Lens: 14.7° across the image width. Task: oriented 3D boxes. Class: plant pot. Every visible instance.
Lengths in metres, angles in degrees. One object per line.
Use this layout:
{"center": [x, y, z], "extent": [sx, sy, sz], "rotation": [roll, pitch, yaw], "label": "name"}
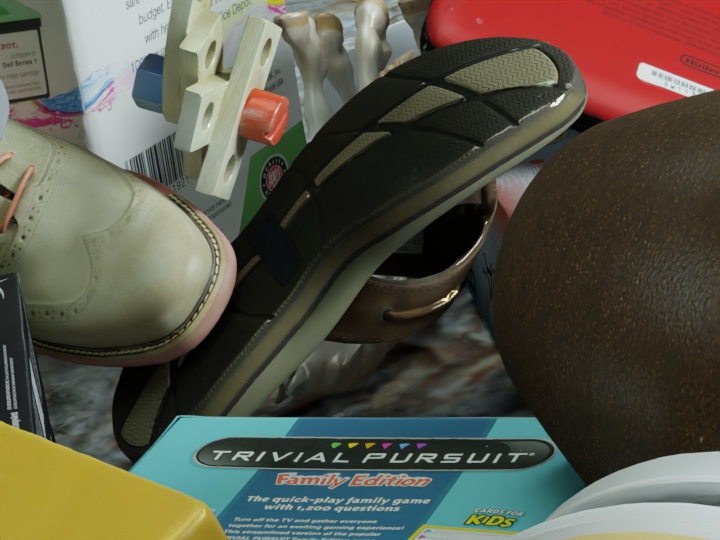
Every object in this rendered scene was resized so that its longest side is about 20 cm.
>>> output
{"center": [0.128, 0.022, 0.711], "extent": [0.187, 0.187, 0.200], "rotation": [-21, 24, -29], "label": "plant pot"}

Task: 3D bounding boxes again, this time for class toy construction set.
{"center": [-0.110, -0.106, 0.935], "extent": [0.200, 0.131, 0.092], "rotation": [21, -17, -1], "label": "toy construction set"}

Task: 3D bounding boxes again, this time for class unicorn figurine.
{"center": [0.001, -0.029, 1.024], "extent": [0.074, 0.138, 0.200], "rotation": [-8, 4, 34], "label": "unicorn figurine"}

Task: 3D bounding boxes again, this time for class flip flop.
{"center": [0.000, 0.000, 0.931], "extent": [0.200, 0.058, 0.081], "rotation": [-46, 29, 9], "label": "flip flop"}

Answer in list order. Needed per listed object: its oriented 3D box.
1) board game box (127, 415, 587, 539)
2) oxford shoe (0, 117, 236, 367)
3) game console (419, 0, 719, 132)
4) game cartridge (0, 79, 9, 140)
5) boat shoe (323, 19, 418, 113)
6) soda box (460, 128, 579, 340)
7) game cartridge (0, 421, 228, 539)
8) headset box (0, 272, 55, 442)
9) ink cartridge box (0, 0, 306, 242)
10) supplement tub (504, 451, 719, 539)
{"center": [-0.019, 0.103, 0.766], "extent": [0.151, 0.047, 0.200], "rotation": [-1, 22, 23], "label": "board game box"}
{"center": [-0.128, -0.021, 0.964], "extent": [0.200, 0.074, 0.071], "rotation": [20, 79, 38], "label": "oxford shoe"}
{"center": [0.118, -0.065, 1.042], "extent": [0.200, 0.119, 0.172], "rotation": [20, 47, -1], "label": "game console"}
{"center": [-0.182, 0.016, 0.785], "extent": [0.133, 0.042, 0.200], "rotation": [-35, 16, 29], "label": "game cartridge"}
{"center": [0.072, -0.083, 1.207], "extent": [0.200, 0.071, 0.070], "rotation": [-18, -5, -12], "label": "boat shoe"}
{"center": [0.080, 0.004, 0.951], "extent": [0.063, 0.068, 0.200], "rotation": [-8, 21, -5], "label": "soda box"}
{"center": [-0.154, 0.113, 0.705], "extent": [0.176, 0.032, 0.200], "rotation": [17, 53, 40], "label": "game cartridge"}
{"center": [-0.195, 0.076, 0.871], "extent": [0.200, 0.077, 0.149], "rotation": [-12, 21, -5], "label": "headset box"}
{"center": [-0.098, -0.089, 1.087], "extent": [0.084, 0.200, 0.145], "rotation": [4, 24, 30], "label": "ink cartridge box"}
{"center": [0.049, 0.132, 0.521], "extent": [0.145, 0.146, 0.200], "rotation": [0, 23, 24], "label": "supplement tub"}
